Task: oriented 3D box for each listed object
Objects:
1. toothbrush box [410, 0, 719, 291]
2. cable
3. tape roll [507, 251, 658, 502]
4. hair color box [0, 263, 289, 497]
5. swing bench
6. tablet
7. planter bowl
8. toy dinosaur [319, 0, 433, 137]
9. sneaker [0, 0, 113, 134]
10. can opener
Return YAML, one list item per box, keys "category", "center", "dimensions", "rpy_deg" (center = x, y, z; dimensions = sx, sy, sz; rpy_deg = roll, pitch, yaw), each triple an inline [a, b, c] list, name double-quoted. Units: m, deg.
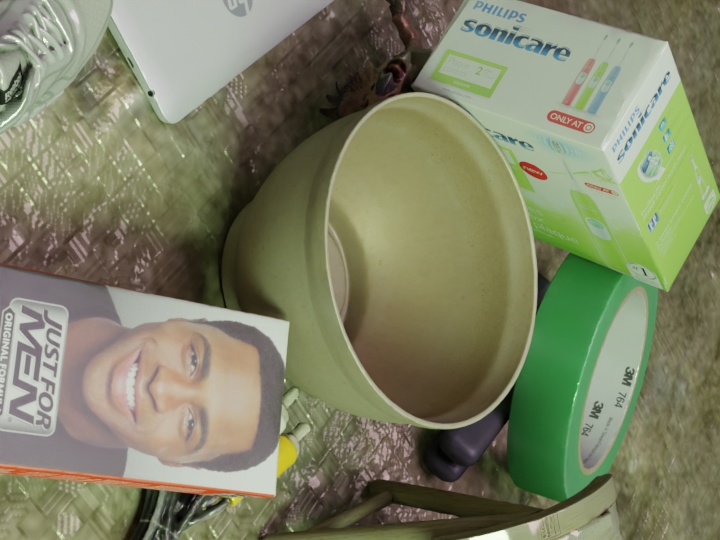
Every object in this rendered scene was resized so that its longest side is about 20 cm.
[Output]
- category: "toothbrush box"
  center: [0.144, -0.085, 0.895]
  dimensions: [0.086, 0.146, 0.200]
  rpy_deg: [-58, 147, -12]
- category: "cable"
  center: [-0.101, 0.134, 0.760]
  dimensions: [0.097, 0.050, 0.200]
  rpy_deg: [52, 48, -28]
- category: "tape roll"
  center: [0.173, 0.078, 1.017]
  dimensions: [0.200, 0.048, 0.201]
  rpy_deg: [-43, 141, -48]
- category: "hair color box"
  center: [-0.139, 0.060, 0.695]
  dimensions: [0.200, 0.061, 0.102]
  rpy_deg: [12, 74, -35]
- category: "swing bench"
  center: [0.067, 0.240, 0.820]
  dimensions: [0.130, 0.200, 0.199]
  rpy_deg: [-19, 98, -48]
- category: "tablet"
  center: [-0.093, -0.194, 0.850]
  dimensions: [0.200, 0.014, 0.130]
  rpy_deg: [-46, 118, -41]
- category: "planter bowl"
  center: [0.000, 0.000, 0.831]
  dimensions: [0.200, 0.135, 0.201]
  rpy_deg: [9, 77, -46]
- category: "toy dinosaur"
  center: [0.041, -0.103, 0.940]
  dimensions: [0.136, 0.086, 0.200]
  rpy_deg: [-59, 142, -23]
- category: "sneaker"
  center: [-0.184, -0.106, 0.685]
  dimensions: [0.075, 0.081, 0.200]
  rpy_deg: [57, 46, -23]
- category: "can opener"
  center: [0.099, 0.072, 1.007]
  dimensions: [0.067, 0.053, 0.200]
  rpy_deg: [41, 49, 4]
